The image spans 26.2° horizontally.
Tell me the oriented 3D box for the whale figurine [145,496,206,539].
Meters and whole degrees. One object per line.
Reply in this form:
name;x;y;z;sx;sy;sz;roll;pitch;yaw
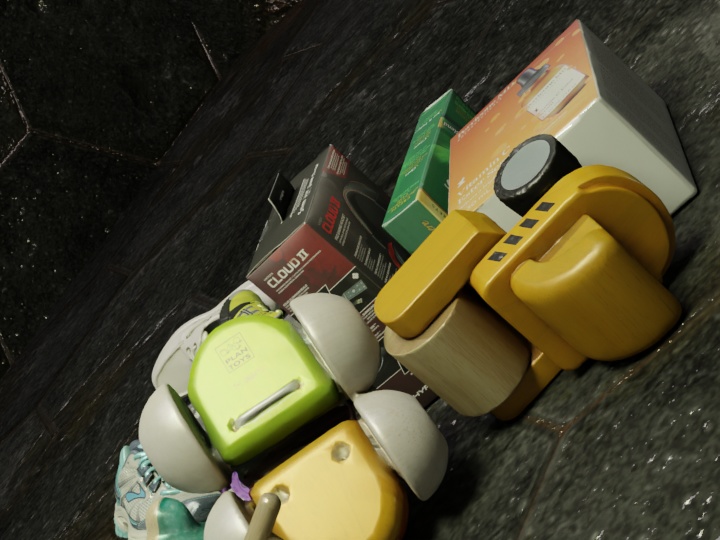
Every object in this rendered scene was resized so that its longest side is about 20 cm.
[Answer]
whale figurine;-0.116;0.234;1.067;0.104;0.200;0.159;-9;73;17

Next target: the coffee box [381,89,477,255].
coffee box;0.089;-0.058;1.303;0.044;0.123;0.200;-37;17;30

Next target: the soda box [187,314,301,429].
soda box;-0.085;0.116;1.371;0.200;0.071;0.063;-42;-24;13

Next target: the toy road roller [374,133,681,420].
toy road roller;0.120;0.018;1.024;0.200;0.123;0.146;-47;26;6

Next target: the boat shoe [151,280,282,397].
boat shoe;-0.172;0.086;1.792;0.200;0.071;0.069;-43;14;17

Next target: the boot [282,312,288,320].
boot;-0.081;0.093;1.496;0.162;0.073;0.198;-37;26;25

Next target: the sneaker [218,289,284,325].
sneaker;-0.100;0.073;1.642;0.076;0.075;0.200;-38;27;11

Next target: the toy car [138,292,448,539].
toy car;-0.041;0.126;1.084;0.175;0.200;0.150;-35;-18;-2

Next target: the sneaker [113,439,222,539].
sneaker;-0.160;0.173;1.235;0.078;0.086;0.200;-7;-2;-25

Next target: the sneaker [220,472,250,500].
sneaker;-0.094;0.199;1.254;0.081;0.083;0.200;-51;15;-8

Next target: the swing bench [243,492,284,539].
swing bench;-0.059;0.270;0.896;0.200;0.130;0.199;-52;14;8

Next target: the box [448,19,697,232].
box;0.156;-0.081;1.191;0.152;0.106;0.200;-44;16;20

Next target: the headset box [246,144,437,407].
headset box;0.000;0.000;1.252;0.075;0.200;0.149;-42;15;25
